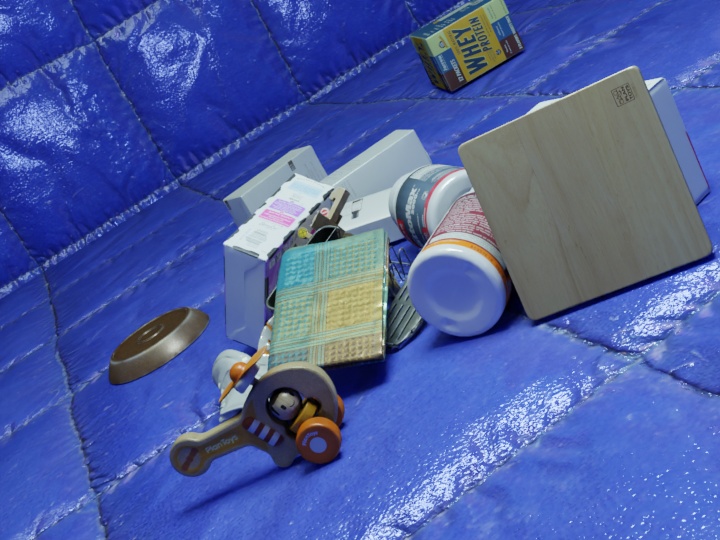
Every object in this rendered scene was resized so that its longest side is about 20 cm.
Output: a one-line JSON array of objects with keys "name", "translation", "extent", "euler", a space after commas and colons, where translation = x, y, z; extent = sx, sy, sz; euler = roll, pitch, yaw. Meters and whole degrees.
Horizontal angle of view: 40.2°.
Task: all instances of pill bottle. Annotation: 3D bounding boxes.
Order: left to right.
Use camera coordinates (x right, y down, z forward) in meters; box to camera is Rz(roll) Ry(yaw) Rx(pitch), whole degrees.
[{"name": "pill bottle", "translation": [0.112, -0.083, 1.339], "extent": [0.119, 0.120, 0.200], "euler": [-33, 17, -11]}, {"name": "pill bottle", "translation": [0.139, -0.023, 1.143], "extent": [0.113, 0.115, 0.200], "euler": [-17, 22, 34]}]

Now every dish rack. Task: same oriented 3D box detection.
[{"name": "dish rack", "translation": [-0.001, 0.023, 1.229], "extent": [0.198, 0.055, 0.154], "euler": [9, 51, 33]}]

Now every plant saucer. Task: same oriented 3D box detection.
[{"name": "plant saucer", "translation": [-0.351, 0.120, 1.676], "extent": [0.199, 0.035, 0.201], "euler": [-28, 17, 9]}]

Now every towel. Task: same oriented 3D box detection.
[{"name": "towel", "translation": [-0.036, 0.039, 1.175], "extent": [0.145, 0.022, 0.201], "euler": [-11, 45, 14]}]

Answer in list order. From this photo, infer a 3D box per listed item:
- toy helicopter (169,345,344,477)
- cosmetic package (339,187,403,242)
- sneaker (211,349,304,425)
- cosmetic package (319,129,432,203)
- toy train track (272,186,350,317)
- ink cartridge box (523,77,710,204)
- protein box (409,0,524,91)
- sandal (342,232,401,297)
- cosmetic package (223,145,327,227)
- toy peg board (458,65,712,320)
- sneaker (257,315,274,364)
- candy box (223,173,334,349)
[{"name": "toy helicopter", "translation": [-0.119, 0.156, 1.034], "extent": [0.198, 0.133, 0.079], "euler": [-26, 18, 12]}, {"name": "cosmetic package", "translation": [0.013, -0.077, 1.536], "extent": [0.198, 0.051, 0.083], "euler": [-18, 36, 16]}, {"name": "sneaker", "translation": [-0.147, 0.155, 1.199], "extent": [0.089, 0.075, 0.199], "euler": [-50, 25, -20]}, {"name": "cosmetic package", "translation": [0.025, -0.140, 1.653], "extent": [0.199, 0.114, 0.081], "euler": [-34, 18, -17]}, {"name": "toy train track", "translation": [-0.075, -0.025, 1.348], "extent": [0.202, 0.032, 0.115], "euler": [-64, -21, -3]}, {"name": "ink cartridge box", "translation": [0.281, -0.128, 1.146], "extent": [0.083, 0.146, 0.199], "euler": [-39, 20, -26]}, {"name": "protein box", "translation": [0.247, -0.540, 2.322], "extent": [0.199, 0.136, 0.199], "euler": [-30, 18, 0]}, {"name": "sandal", "translation": [0.000, 0.000, 1.377], "extent": [0.054, 0.081, 0.200], "euler": [-39, 23, -4]}, {"name": "cosmetic package", "translation": [-0.159, -0.147, 1.945], "extent": [0.200, 0.113, 0.081], "euler": [-43, 21, -31]}, {"name": "toy peg board", "translation": [0.237, -0.082, 1.036], "extent": [0.198, 0.202, 0.098], "euler": [-23, 4, 22]}, {"name": "sneaker", "translation": [-0.073, 0.074, 1.309], "extent": [0.200, 0.078, 0.077], "euler": [-51, -4, -35]}, {"name": "candy box", "translation": [-0.114, -0.014, 1.404], "extent": [0.071, 0.169, 0.200], "euler": [19, 42, 18]}]
